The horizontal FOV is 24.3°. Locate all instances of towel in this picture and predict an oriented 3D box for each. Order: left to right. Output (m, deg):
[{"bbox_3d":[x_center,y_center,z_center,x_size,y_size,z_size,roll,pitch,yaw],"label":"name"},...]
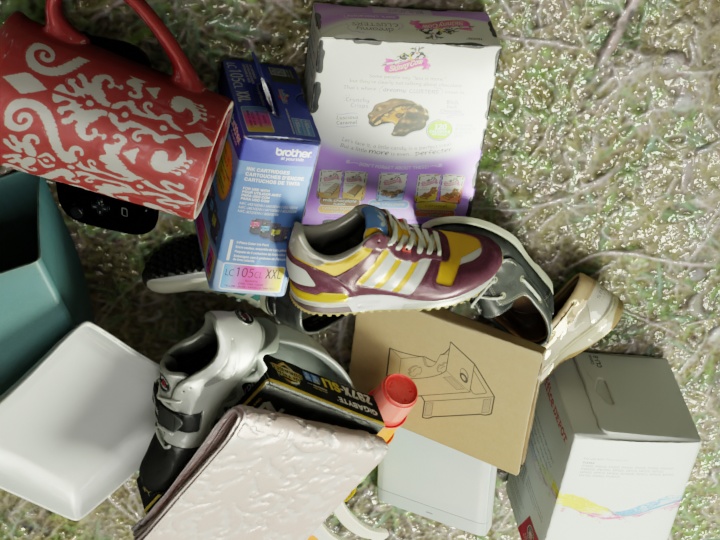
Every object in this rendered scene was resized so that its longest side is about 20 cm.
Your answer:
[{"bbox_3d":[-0.097,0.209,1.599,0.199,0.032,0.191,17,123,-45],"label":"towel"}]

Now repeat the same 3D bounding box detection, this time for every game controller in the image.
[{"bbox_3d":[-0.233,-0.123,1.524,0.104,0.042,0.201,18,129,21],"label":"game controller"}]

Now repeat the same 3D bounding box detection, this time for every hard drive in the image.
[{"bbox_3d":[0.082,0.184,1.776,0.131,0.027,0.201,17,128,20],"label":"hard drive"}]

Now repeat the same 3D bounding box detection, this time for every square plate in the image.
[{"bbox_3d":[-0.268,0.142,1.587,0.200,0.028,0.198,-41,139,12],"label":"square plate"}]

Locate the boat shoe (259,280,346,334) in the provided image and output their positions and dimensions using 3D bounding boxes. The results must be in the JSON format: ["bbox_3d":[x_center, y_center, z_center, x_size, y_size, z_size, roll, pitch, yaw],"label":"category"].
[{"bbox_3d":[0.000,0.002,1.603,0.201,0.063,0.074,-27,131,-31],"label":"boat shoe"}]

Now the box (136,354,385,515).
[{"bbox_3d":[-0.099,0.180,1.640,0.159,0.049,0.200,26,117,-38],"label":"box"}]

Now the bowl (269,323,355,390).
[{"bbox_3d":[-0.107,0.123,1.702,0.200,0.091,0.202,-4,125,-6],"label":"bowl"}]

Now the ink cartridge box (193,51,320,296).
[{"bbox_3d":[-0.094,-0.098,1.519,0.076,0.137,0.201,5,124,-19],"label":"ink cartridge box"}]

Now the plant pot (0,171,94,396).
[{"bbox_3d":[-0.329,0.037,1.582,0.141,0.142,0.201,-18,131,4],"label":"plant pot"}]

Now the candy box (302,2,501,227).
[{"bbox_3d":[0.029,-0.141,1.548,0.167,0.072,0.201,2,125,-10],"label":"candy box"}]

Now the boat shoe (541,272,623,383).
[{"bbox_3d":[0.177,0.072,1.728,0.200,0.074,0.069,-40,106,21],"label":"boat shoe"}]

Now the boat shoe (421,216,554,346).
[{"bbox_3d":[0.127,0.009,1.610,0.072,0.068,0.200,-17,143,31],"label":"boat shoe"}]

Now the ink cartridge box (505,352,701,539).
[{"bbox_3d":[0.255,0.207,1.782,0.144,0.146,0.201,3,125,-11],"label":"ink cartridge box"}]

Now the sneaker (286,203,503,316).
[{"bbox_3d":[0.033,-0.016,1.493,0.199,0.075,0.090,-10,131,-10],"label":"sneaker"}]

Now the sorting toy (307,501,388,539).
[{"bbox_3d":[-0.072,0.280,1.791,0.179,0.107,0.200,-25,126,25],"label":"sorting toy"}]

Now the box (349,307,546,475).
[{"bbox_3d":[0.083,0.108,1.689,0.199,0.021,0.164,21,131,18],"label":"box"}]

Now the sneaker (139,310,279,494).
[{"bbox_3d":[-0.165,0.116,1.552,0.088,0.074,0.201,22,106,-43],"label":"sneaker"}]

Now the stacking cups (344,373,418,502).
[{"bbox_3d":[0.000,0.170,1.734,0.060,0.061,0.200,11,141,-16],"label":"stacking cups"}]

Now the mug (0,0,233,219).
[{"bbox_3d":[-0.213,-0.140,1.409,0.199,0.134,0.178,19,133,-1],"label":"mug"}]

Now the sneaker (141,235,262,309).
[{"bbox_3d":[-0.110,0.012,1.634,0.199,0.070,0.094,-12,121,-4],"label":"sneaker"}]
